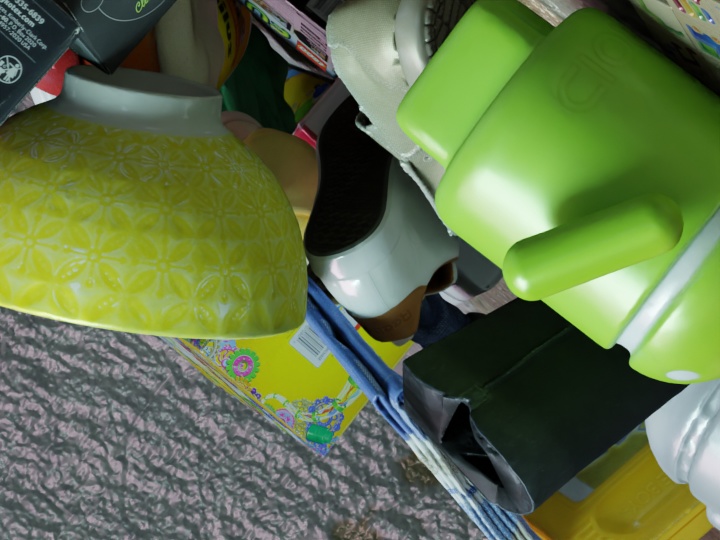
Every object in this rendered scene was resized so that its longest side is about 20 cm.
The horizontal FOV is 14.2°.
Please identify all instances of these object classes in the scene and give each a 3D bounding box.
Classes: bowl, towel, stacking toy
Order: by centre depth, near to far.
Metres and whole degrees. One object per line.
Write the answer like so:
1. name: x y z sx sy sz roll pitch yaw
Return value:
1. bowl: -0.117 -0.043 1.449 0.200 0.108 0.200 9 -169 -2
2. stacking toy: -0.177 -0.141 1.544 0.200 0.146 0.146 -4 167 4
3. towel: 0.029 0.079 1.550 0.200 0.024 0.147 51 179 -44

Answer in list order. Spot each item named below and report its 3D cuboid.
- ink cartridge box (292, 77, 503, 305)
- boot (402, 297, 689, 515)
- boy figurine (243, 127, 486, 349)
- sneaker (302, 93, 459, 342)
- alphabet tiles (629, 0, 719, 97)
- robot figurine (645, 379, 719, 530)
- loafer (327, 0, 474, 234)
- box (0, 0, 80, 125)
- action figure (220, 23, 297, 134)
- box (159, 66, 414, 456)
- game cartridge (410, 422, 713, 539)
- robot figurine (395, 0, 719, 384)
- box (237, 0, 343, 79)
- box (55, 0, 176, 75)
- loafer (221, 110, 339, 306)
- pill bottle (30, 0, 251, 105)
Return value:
1. ink cartridge box: 0.034 -0.056 1.723 0.145 0.083 0.200 40 174 -2
2. boot: 0.141 0.047 1.310 0.165 0.200 0.066 33 140 43
3. boy figurine: 0.000 0.000 1.613 0.200 0.064 0.124 41 -168 -30
4. sneaker: 0.019 -0.037 1.556 0.073 0.200 0.085 -14 123 26
5. alphabet tiles: 0.190 -0.056 1.212 0.166 0.006 0.200 34 171 39
6. robot figurine: 0.229 0.089 1.493 0.200 0.113 0.170 37 133 21
7. loafer: 0.039 -0.083 1.457 0.068 0.076 0.200 12 151 26
8. box: -0.223 -0.109 1.394 0.122 0.106 0.200 42 170 -11
9. action figure: -0.078 -0.094 1.858 0.118 0.055 0.200 32 -151 -35
10. box: -0.040 -0.012 1.928 0.122 0.200 0.193 42 174 -28
11. game cartridge: 0.148 0.084 1.647 0.200 0.176 0.032 30 154 51
12. robot figurine: 0.114 -0.033 1.249 0.200 0.116 0.175 38 -168 5
13. box: -0.080 -0.193 1.651 0.200 0.035 0.110 39 173 2
14. box: -0.165 -0.220 1.447 0.200 0.149 0.124 33 170 37
15. loafer: -0.052 -0.032 1.715 0.068 0.076 0.200 39 -179 29
16. pill bottle: -0.127 -0.142 1.736 0.109 0.109 0.200 40 -162 -6
